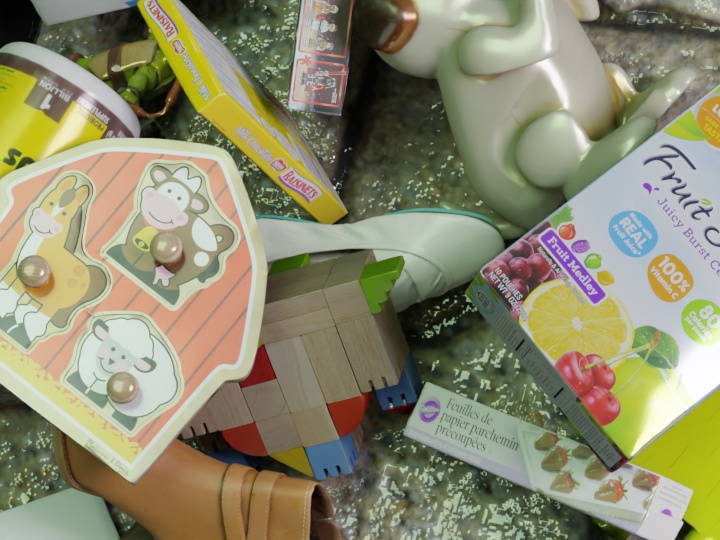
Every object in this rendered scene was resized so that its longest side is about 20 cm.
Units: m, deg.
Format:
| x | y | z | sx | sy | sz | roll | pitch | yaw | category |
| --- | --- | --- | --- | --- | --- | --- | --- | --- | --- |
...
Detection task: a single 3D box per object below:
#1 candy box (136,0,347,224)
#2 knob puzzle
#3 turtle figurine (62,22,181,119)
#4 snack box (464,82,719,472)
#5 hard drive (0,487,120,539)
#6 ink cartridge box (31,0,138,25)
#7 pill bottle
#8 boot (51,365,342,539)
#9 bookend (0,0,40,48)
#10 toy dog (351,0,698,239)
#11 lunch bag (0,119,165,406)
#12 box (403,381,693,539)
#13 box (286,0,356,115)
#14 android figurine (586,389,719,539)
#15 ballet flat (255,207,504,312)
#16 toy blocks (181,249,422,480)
| x | y | z | sx | sy | sz | roll | pitch | yaw | category |
| --- | --- | --- | --- | --- | --- | --- | --- | --- | --- |
| -0.076 | -0.106 | 1.565 | 0.026 | 0.200 | 0.102 | -37 | 59 | 7 | candy box |
| -0.145 | 0.000 | 1.444 | 0.219 | 0.030 | 0.220 | 0 | 75 | 0 | knob puzzle |
| -0.173 | -0.148 | 1.693 | 0.161 | 0.065 | 0.200 | -11 | 39 | 16 | turtle figurine |
| 0.183 | 0.002 | 1.399 | 0.200 | 0.053 | 0.142 | -37 | 83 | -14 | snack box |
| -0.199 | 0.244 | 1.536 | 0.132 | 0.026 | 0.200 | -18 | 58 | -16 | hard drive |
| -0.177 | -0.307 | 1.699 | 0.147 | 0.145 | 0.200 | -11 | 46 | 17 | ink cartridge box |
| -0.235 | -0.040 | 1.524 | 0.109 | 0.109 | 0.200 | 23 | 76 | 29 | pill bottle |
| -0.100 | 0.136 | 1.477 | 0.155 | 0.200 | 0.077 | 3 | 37 | 31 | boot |
| -0.310 | -0.256 | 1.730 | 0.092 | 0.200 | 0.199 | 6 | 71 | 24 | bookend |
| 0.090 | -0.136 | 1.526 | 0.200 | 0.140 | 0.194 | 47 | 132 | -1 | toy dog |
| -0.223 | -0.017 | 1.640 | 0.163 | 0.118 | 0.201 | -8 | 59 | 17 | lunch bag |
| 0.113 | 0.118 | 1.453 | 0.200 | 0.041 | 0.039 | 20 | 85 | 42 | box |
| -0.017 | -0.211 | 1.579 | 0.040 | 0.137 | 0.201 | 7 | 100 | -2 | box |
| 0.233 | 0.101 | 1.439 | 0.182 | 0.041 | 0.200 | 38 | 88 | 32 | android figurine |
| 0.000 | 0.000 | 1.562 | 0.199 | 0.069 | 0.070 | 1 | 68 | 29 | ballet flat |
| -0.043 | 0.074 | 1.521 | 0.199 | 0.137 | 0.100 | -15 | 20 | 16 | toy blocks |
